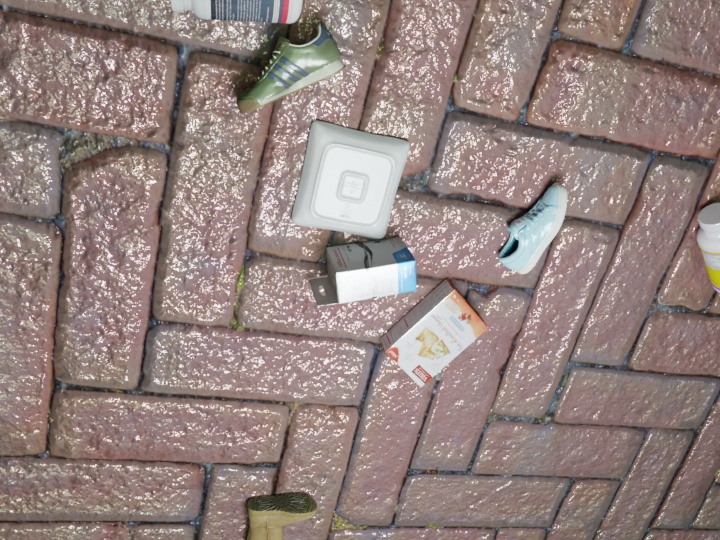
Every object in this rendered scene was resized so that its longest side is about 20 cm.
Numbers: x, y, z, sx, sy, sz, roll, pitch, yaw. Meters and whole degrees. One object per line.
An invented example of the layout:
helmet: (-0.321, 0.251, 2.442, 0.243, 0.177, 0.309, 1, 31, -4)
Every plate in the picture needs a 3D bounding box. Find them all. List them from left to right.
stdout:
plate: (-0.017, -0.161, 1.239, 0.194, 0.032, 0.205, 8, 113, -18)

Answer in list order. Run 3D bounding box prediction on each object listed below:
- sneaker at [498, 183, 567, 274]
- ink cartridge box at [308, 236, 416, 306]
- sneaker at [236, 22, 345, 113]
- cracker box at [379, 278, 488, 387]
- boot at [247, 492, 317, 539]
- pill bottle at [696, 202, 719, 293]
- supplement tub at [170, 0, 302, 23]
sneaker: (0.348, -0.088, 1.342, 0.080, 0.074, 0.204, 15, 110, -23)
ink cartridge box: (0.000, 0.000, 1.272, 0.194, 0.117, 0.070, -9, 117, -10)
sneaker: (-0.129, -0.345, 1.107, 0.196, 0.067, 0.092, -24, 111, -2)
cracker box: (0.157, 0.136, 1.412, 0.199, 0.058, 0.134, -42, 117, 9)
boot: (-0.190, 0.626, 1.563, 0.170, 0.067, 0.205, 3, 115, -1)
pill bottle: (0.811, -0.049, 1.460, 0.103, 0.105, 0.202, -32, 118, 4)
supplement tub: (-0.187, -0.453, 0.993, 0.194, 0.141, 0.144, -2, 116, -13)
